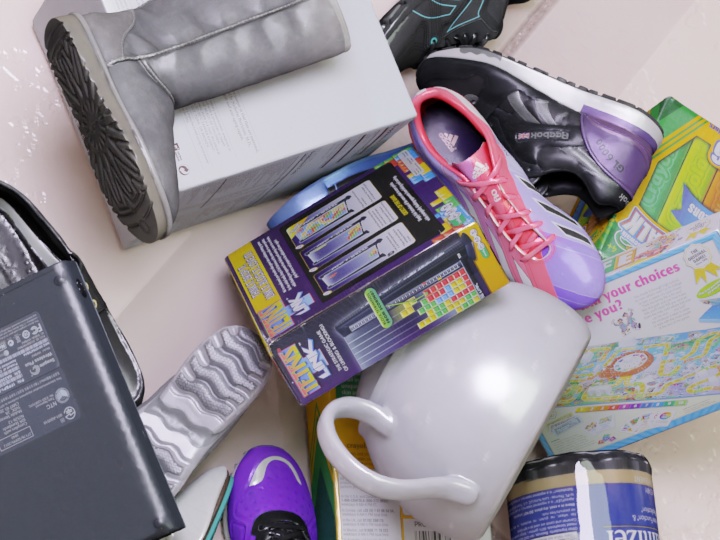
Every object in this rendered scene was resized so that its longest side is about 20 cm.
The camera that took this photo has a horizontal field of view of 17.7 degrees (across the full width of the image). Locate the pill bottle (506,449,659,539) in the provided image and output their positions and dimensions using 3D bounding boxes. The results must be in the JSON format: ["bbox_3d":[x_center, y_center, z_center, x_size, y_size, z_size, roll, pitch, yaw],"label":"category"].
[{"bbox_3d":[0.170,0.241,1.708,0.111,0.112,0.201,1,73,-22],"label":"pill bottle"}]

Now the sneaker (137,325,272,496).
[{"bbox_3d":[-0.138,0.126,1.640,0.200,0.082,0.075,-39,79,-7],"label":"sneaker"}]

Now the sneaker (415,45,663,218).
[{"bbox_3d":[0.121,-0.103,1.749,0.199,0.076,0.088,21,73,21],"label":"sneaker"}]

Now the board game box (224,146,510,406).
[{"bbox_3d":[0.000,0.000,1.622,0.165,0.200,0.057,-32,111,0],"label":"board game box"}]

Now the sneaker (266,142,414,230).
[{"bbox_3d":[0.027,-0.046,1.763,0.199,0.070,0.078,-22,76,-28],"label":"sneaker"}]

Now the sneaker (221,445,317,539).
[{"bbox_3d":[-0.049,0.217,1.630,0.069,0.099,0.201,5,72,-23],"label":"sneaker"}]

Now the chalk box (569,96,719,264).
[{"bbox_3d":[0.227,-0.008,1.803,0.124,0.124,0.201,30,65,-10],"label":"chalk box"}]

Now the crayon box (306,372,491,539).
[{"bbox_3d":[0.027,0.131,1.716,0.125,0.052,0.201,4,73,-23],"label":"crayon box"}]

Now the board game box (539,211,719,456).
[{"bbox_3d":[0.206,0.056,1.726,0.135,0.199,0.034,60,22,-17],"label":"board game box"}]

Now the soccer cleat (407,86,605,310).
[{"bbox_3d":[0.102,-0.052,1.686,0.067,0.076,0.200,-39,76,5],"label":"soccer cleat"}]

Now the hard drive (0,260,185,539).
[{"bbox_3d":[-0.221,0.113,1.590,0.139,0.033,0.201,-25,82,11],"label":"hard drive"}]

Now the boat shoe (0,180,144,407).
[{"bbox_3d":[-0.223,0.023,1.645,0.074,0.063,0.202,-39,92,-30],"label":"boat shoe"}]

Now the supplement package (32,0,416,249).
[{"bbox_3d":[-0.102,-0.149,1.699,0.199,0.147,0.192,-19,82,-26],"label":"supplement package"}]

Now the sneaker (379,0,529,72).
[{"bbox_3d":[0.068,-0.198,1.827,0.079,0.075,0.200,46,63,-5],"label":"sneaker"}]

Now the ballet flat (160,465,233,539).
[{"bbox_3d":[-0.145,0.222,1.614,0.069,0.069,0.201,23,70,-14],"label":"ballet flat"}]

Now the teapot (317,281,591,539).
[{"bbox_3d":[0.060,0.084,1.622,0.145,0.200,0.198,29,80,6],"label":"teapot"}]

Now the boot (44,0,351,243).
[{"bbox_3d":[-0.097,-0.128,1.583,0.199,0.072,0.183,-18,83,-31],"label":"boot"}]
